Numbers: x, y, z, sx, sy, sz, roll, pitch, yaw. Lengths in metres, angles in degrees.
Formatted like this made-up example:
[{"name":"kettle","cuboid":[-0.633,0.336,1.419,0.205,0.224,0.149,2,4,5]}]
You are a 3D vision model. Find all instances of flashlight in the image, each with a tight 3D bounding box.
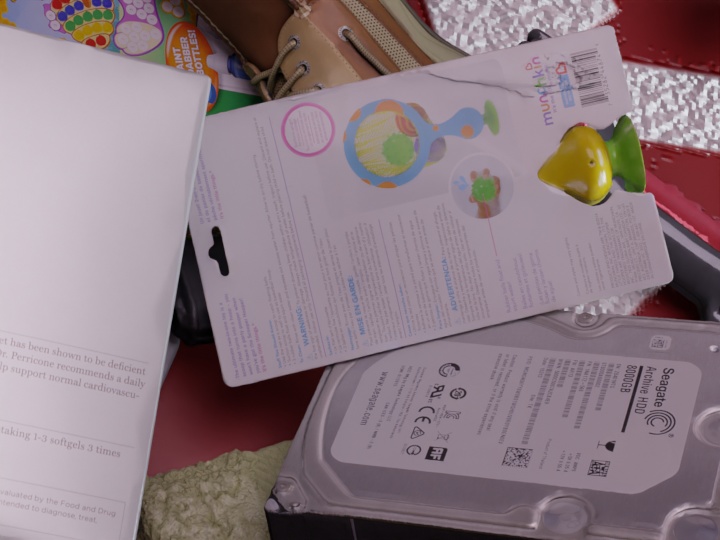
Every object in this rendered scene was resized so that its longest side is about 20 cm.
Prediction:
[{"name":"flashlight","cuboid":[0.146,-0.035,0.986,0.200,0.068,0.068,35,26,2]}]

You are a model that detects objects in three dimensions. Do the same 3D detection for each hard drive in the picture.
[{"name":"hard drive","cuboid":[0.074,0.071,0.832,0.199,0.038,0.140,5,40,18]}]

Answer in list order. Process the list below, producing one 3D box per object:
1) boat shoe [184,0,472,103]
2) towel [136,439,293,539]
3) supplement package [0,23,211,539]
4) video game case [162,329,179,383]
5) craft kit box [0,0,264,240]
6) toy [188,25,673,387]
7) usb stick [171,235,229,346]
[{"name":"boat shoe","cuboid":[-0.010,-0.092,0.923,0.200,0.076,0.074,34,55,-7]},{"name":"towel","cuboid":[-0.008,0.161,0.855,0.148,0.037,0.201,-16,69,-22]},{"name":"supplement package","cuboid":[-0.141,0.017,0.798,0.116,0.117,0.201,13,72,-15]},{"name":"video game case","cuboid":[-0.195,0.077,0.857,0.181,0.023,0.201,23,60,-3]},{"name":"craft kit box","cuboid":[-0.135,-0.112,0.948,0.196,0.049,0.201,2,62,-20]},{"name":"toy","cuboid":[0.026,-0.028,0.881,0.199,0.047,0.116,-13,88,0]},{"name":"usb stick","cuboid":[0.000,0.000,0.934,0.199,0.033,0.056,-7,51,-24]}]
